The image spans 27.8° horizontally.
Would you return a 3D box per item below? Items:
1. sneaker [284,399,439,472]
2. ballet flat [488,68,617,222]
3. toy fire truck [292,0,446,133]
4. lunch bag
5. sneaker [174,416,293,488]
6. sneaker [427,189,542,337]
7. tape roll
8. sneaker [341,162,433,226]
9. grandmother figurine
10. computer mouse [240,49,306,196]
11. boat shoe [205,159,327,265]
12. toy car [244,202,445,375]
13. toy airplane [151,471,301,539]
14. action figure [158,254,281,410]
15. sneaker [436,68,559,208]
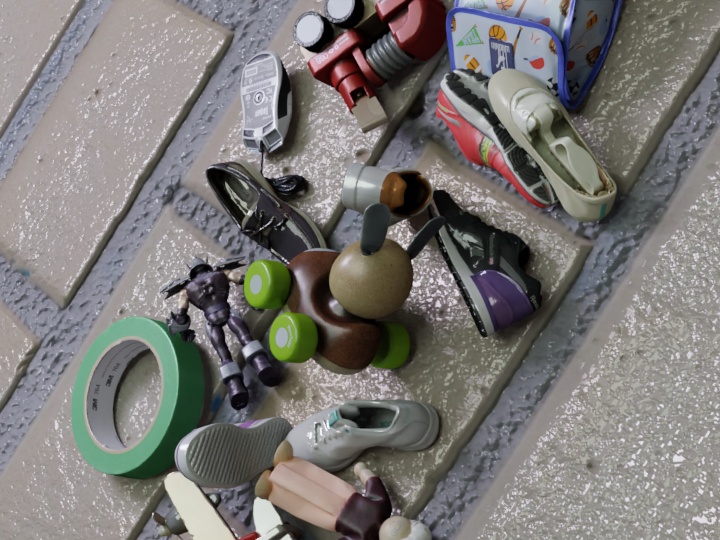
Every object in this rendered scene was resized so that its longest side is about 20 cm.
[{"bbox_3d":[-0.017,0.174,1.621,0.200,0.088,0.075,-17,64,30],"label":"sneaker"},{"bbox_3d":[0.207,-0.143,1.557,0.069,0.069,0.200,-39,79,17],"label":"ballet flat"},{"bbox_3d":[0.026,-0.256,1.752,0.176,0.129,0.200,-34,67,20],"label":"toy fire truck"},{"bbox_3d":[0.194,-0.292,1.637,0.170,0.124,0.201,20,101,39],"label":"lunch bag"},{"bbox_3d":[-0.172,0.211,1.652,0.114,0.200,0.073,-8,84,28],"label":"sneaker"},{"bbox_3d":[0.140,-0.018,1.610,0.087,0.076,0.200,-23,53,-1],"label":"sneaker"},{"bbox_3d":[-0.283,0.160,1.834,0.200,0.048,0.201,-13,69,37],"label":"tape roll"},{"bbox_3d":[0.047,-0.079,1.626,0.084,0.200,0.073,11,95,17],"label":"sneaker"},{"bbox_3d":[-0.016,0.263,1.575,0.200,0.061,0.122,21,73,21],"label":"grandmother figurine"},{"bbox_3d":[-0.115,-0.185,1.868,0.109,0.044,0.201,-11,72,38],"label":"computer mouse"},{"bbox_3d":[-0.120,-0.064,1.784,0.200,0.065,0.072,48,120,25],"label":"boat shoe"},{"bbox_3d":[0.000,0.000,1.594,0.200,0.164,0.158,-54,48,31],"label":"toy car"},{"bbox_3d":[-0.153,0.342,1.641,0.198,0.141,0.201,13,65,2],"label":"toy airplane"},{"bbox_3d":[-0.169,0.064,1.776,0.130,0.069,0.200,-28,66,3],"label":"action figure"},{"bbox_3d":[0.158,-0.141,1.638,0.200,0.077,0.085,52,148,22],"label":"sneaker"}]
